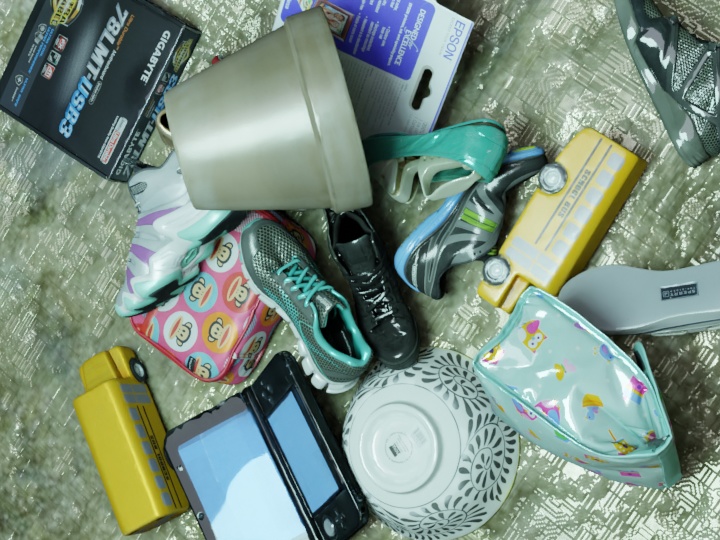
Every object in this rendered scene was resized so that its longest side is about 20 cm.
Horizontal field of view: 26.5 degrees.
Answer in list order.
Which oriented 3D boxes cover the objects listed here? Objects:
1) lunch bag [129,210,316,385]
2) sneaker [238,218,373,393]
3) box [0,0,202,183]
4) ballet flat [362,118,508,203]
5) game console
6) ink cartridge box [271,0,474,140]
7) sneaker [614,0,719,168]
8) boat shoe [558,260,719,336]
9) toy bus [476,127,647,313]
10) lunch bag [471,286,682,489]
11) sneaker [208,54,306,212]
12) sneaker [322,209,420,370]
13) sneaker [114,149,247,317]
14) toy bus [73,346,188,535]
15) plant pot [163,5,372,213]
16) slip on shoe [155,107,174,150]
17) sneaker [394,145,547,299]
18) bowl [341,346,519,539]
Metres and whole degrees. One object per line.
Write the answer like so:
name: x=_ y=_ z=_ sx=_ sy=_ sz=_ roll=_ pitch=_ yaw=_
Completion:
lunch bag: x=-0.160 y=0.006 z=1.678 sx=0.175 sy=0.082 sz=0.201 roll=34 pitch=99 yaw=26
sneaker: x=-0.048 y=0.029 z=1.560 sx=0.077 sy=0.091 sz=0.201 roll=-37 pitch=95 yaw=-25
box: x=-0.309 y=-0.235 z=1.772 sx=0.198 sy=0.050 sz=0.201 roll=33 pitch=101 yaw=23
ballet flat: x=0.060 y=-0.104 z=1.533 sx=0.199 sy=0.067 sz=0.071 roll=-6 pitch=60 yaw=44
game console: x=-0.102 y=0.216 z=1.611 sx=0.202 sy=0.115 sz=0.176 roll=62 pitch=150 yaw=14
ink cartridge box: x=0.004 y=-0.225 z=1.575 sx=0.198 sy=0.043 sz=0.199 roll=28 pitch=130 yaw=7
sneaker: x=0.321 y=-0.212 z=1.478 sx=0.113 sy=0.076 sz=0.201 roll=-29 pitch=79 yaw=18
boat shoe: x=0.293 y=0.031 z=1.480 sx=0.198 sy=0.066 sz=0.073 roll=-10 pitch=61 yaw=20
toy bus: x=0.198 y=-0.044 z=1.526 sx=0.078 sy=0.065 sz=0.201 roll=34 pitch=100 yaw=20
lunch bag: x=0.219 y=0.125 z=1.444 sx=0.199 sy=0.171 sz=0.122 roll=33 pitch=81 yaw=22
sneaker: x=-0.111 y=-0.157 z=1.666 sx=0.199 sy=0.071 sz=0.113 roll=39 pitch=105 yaw=23
sneaker: x=0.003 y=-0.001 z=1.571 sx=0.059 sy=0.104 sz=0.202 roll=-23 pitch=59 yaw=8
sneaker: x=-0.217 y=-0.056 z=1.608 sx=0.200 sy=0.078 sz=0.140 roll=-44 pitch=75 yaw=24
toy bus: x=-0.259 y=0.187 z=1.699 sx=0.065 sy=0.078 sz=0.202 roll=-28 pitch=76 yaw=19
plant pot: x=-0.094 y=-0.138 z=1.488 sx=0.171 sy=0.200 sz=0.202 roll=-15 pitch=80 yaw=-1
slip on shoe: x=-0.119 y=-0.138 z=1.600 sx=0.198 sy=0.061 sz=0.077 roll=17 pitch=87 yaw=9
sneaker: x=0.122 y=-0.050 z=1.564 sx=0.083 sy=0.071 sz=0.200 roll=45 pitch=107 yaw=7
bowl: x=0.055 y=0.180 z=1.561 sx=0.198 sy=0.094 sz=0.204 roll=-1 pitch=87 yaw=24
